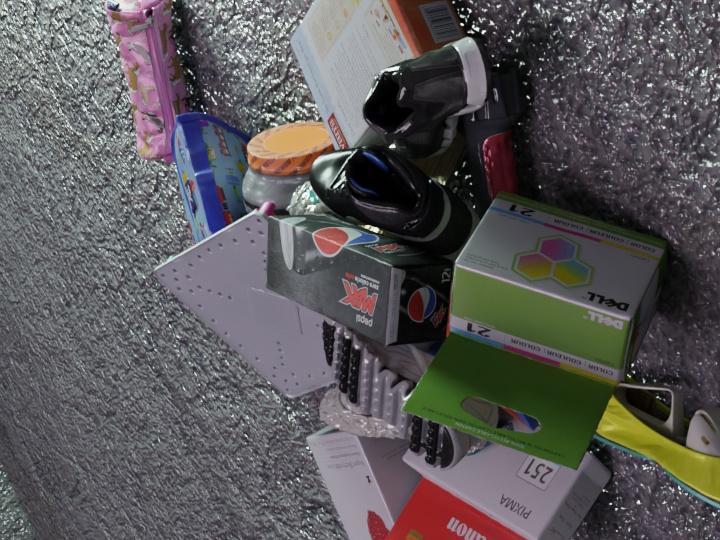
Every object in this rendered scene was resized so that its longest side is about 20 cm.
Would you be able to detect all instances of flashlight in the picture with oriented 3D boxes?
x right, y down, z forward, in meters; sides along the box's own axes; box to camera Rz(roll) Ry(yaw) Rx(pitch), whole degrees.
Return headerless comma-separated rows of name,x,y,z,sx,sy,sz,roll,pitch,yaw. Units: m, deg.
flashlight,0.125,-0.072,1.248,0.068,0.067,0.202,-151,49,-64

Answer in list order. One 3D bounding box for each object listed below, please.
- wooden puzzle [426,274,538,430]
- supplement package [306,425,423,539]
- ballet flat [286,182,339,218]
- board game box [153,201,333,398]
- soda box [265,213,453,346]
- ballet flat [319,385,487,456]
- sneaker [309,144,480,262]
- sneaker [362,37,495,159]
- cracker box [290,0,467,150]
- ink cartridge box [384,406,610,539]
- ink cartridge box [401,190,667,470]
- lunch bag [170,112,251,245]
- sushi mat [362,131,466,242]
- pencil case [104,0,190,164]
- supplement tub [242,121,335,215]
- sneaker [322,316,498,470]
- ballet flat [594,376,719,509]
wooden puzzle,0.097,0.068,1.341,0.200,0.046,0.186,32,162,48
supplement package,0.052,0.237,1.534,0.121,0.119,0.202,-21,93,61
ballet flat,0.000,0.000,1.419,0.200,0.072,0.072,50,159,-28
board game box,-0.079,0.033,1.438,0.200,0.026,0.199,44,143,-17
soda box,-0.006,0.003,1.245,0.199,0.063,0.072,22,112,54
ballet flat,0.038,0.125,1.414,0.199,0.072,0.072,7,119,36
sneaker,0.007,-0.081,1.259,0.199,0.073,0.112,26,174,42
sneaker,0.039,-0.133,1.200,0.200,0.090,0.067,137,119,-74
cracker box,0.013,-0.204,1.326,0.135,0.057,0.200,67,151,13
ink cartridge box,0.111,0.218,1.377,0.045,0.177,0.199,41,169,-38
ink cartridge box,0.136,0.042,1.127,0.147,0.200,0.076,18,132,17
lunch bag,-0.148,-0.079,1.558,0.200,0.093,0.152,84,171,-83
sushi mat,0.032,-0.046,1.326,0.012,0.201,0.095,32,171,-33
pencil case,-0.240,-0.229,1.718,0.082,0.087,0.202,4,119,23
supplement tub,-0.053,-0.041,1.502,0.122,0.122,0.202,24,131,50
sneaker,0.041,0.099,1.337,0.200,0.081,0.076,40,139,32
ballet flat,0.258,0.133,1.181,0.199,0.066,0.068,28,112,51
